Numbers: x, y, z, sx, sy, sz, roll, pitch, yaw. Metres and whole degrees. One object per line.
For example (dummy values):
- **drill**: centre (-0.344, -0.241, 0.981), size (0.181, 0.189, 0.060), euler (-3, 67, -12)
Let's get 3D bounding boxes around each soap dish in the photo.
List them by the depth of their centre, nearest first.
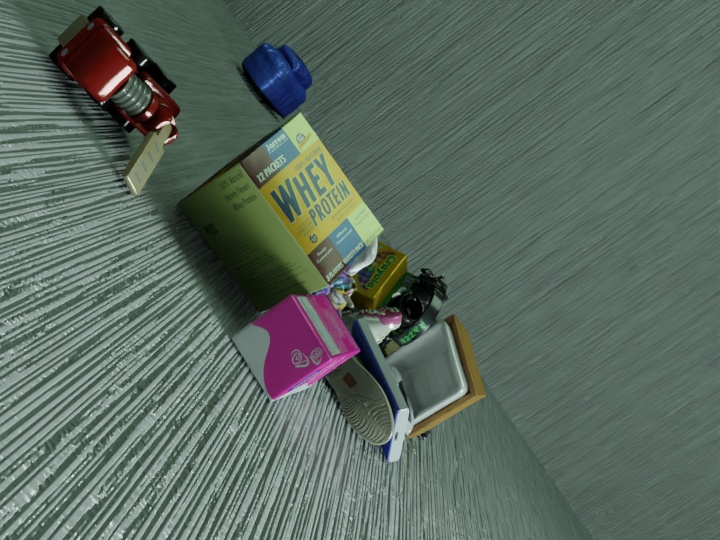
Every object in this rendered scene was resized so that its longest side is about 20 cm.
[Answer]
- **soap dish**: centre (0.126, 0.196, 1.689), size (0.081, 0.199, 0.159), euler (16, 48, -42)

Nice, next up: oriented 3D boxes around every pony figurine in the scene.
- **pony figurine**: centre (-0.049, 0.006, 1.610), size (0.200, 0.164, 0.196), euler (117, -35, -60)

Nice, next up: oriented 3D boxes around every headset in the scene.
- **headset**: centre (0.113, 0.063, 1.702), size (0.094, 0.123, 0.201), euler (39, 33, -17)

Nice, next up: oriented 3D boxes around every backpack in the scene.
- **backpack**: centre (-0.252, -0.586, 2.821), size (0.163, 0.168, 0.200), euler (52, 9, 26)

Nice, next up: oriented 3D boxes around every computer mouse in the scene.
- **computer mouse**: centre (0.043, 0.207, 1.674), size (0.044, 0.110, 0.202), euler (21, 37, -38)

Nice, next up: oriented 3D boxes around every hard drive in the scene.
- **hard drive**: centre (0.026, 0.197, 1.574), size (0.133, 0.025, 0.201), euler (98, -25, -42)

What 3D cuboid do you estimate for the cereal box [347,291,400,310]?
- **cereal box**: centre (0.009, 0.053, 1.914), size (0.200, 0.142, 0.040), euler (44, 54, -59)

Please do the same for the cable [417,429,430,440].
- **cable**: centre (0.117, 0.223, 1.833), size (0.050, 0.166, 0.200), euler (9, 15, -6)

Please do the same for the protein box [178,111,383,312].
- **protein box**: centre (-0.114, -0.076, 1.338), size (0.201, 0.135, 0.198), euler (53, -35, -12)

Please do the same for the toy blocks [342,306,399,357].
- **toy blocks**: centre (0.014, 0.131, 1.838), size (0.136, 0.100, 0.201), euler (32, 23, -43)

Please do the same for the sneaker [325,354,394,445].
- **sneaker**: centre (0.000, 0.187, 1.524), size (0.201, 0.074, 0.106), euler (57, 8, 16)

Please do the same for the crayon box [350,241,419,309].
- **crayon box**: centre (0.000, 0.000, 1.780), size (0.198, 0.126, 0.052), euler (26, -34, 20)

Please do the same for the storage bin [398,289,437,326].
- **storage bin**: centre (0.116, 0.161, 2.094), size (0.201, 0.134, 0.094), euler (59, 9, 22)

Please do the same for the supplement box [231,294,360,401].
- **supplement box**: centre (-0.082, 0.100, 1.285), size (0.104, 0.101, 0.200), euler (57, 9, 8)

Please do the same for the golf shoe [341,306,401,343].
- **golf shoe**: centre (0.017, 0.111, 1.674), size (0.199, 0.074, 0.093), euler (-11, -96, 64)

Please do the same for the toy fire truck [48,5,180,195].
- **toy fire truck**: centre (-0.306, -0.213, 1.227), size (0.200, 0.128, 0.176), euler (49, 2, 42)

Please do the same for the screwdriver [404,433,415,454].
- **screwdriver**: centre (0.050, 0.229, 1.598), size (0.029, 0.028, 0.201), euler (56, 4, -42)
